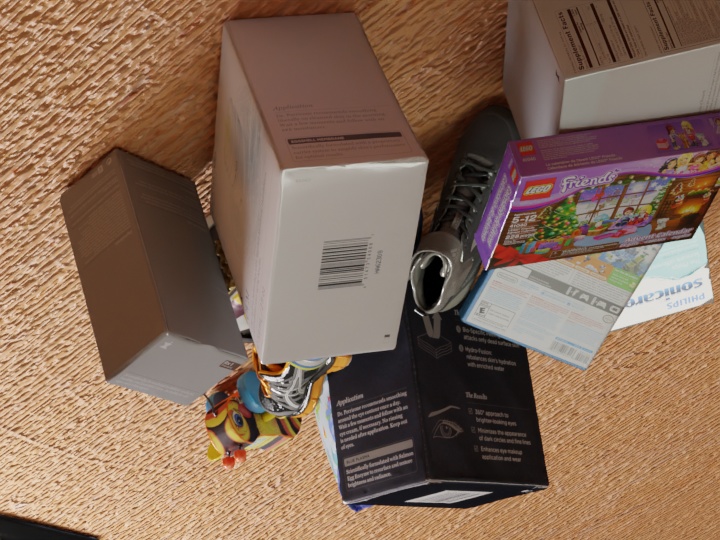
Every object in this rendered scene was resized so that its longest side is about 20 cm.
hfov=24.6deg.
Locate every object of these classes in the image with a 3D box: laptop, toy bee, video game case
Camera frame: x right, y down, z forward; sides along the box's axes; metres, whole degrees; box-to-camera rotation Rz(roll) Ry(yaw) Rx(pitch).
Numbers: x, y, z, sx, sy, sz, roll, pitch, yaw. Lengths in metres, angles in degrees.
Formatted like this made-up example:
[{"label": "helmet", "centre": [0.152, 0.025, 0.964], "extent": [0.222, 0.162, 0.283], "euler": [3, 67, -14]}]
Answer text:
[{"label": "laptop", "centre": [-0.466, 0.369, 2.052], "extent": [0.198, 0.117, 0.187], "euler": [-3, 161, 37]}, {"label": "toy bee", "centre": [-0.137, 0.172, 1.808], "extent": [0.198, 0.110, 0.131], "euler": [6, 144, -33]}, {"label": "video game case", "centre": [0.198, -0.013, 1.537], "extent": [0.142, 0.018, 0.201], "euler": [21, 113, -17]}]

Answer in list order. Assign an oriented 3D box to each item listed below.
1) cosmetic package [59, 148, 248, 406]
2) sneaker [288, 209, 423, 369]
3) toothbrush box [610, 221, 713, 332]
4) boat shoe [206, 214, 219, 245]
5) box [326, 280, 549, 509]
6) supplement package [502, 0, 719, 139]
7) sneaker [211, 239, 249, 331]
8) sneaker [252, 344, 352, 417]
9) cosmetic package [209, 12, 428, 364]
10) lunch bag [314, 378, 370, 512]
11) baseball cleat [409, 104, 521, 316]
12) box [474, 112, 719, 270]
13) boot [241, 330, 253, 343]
[{"label": "cosmetic package", "centre": [-0.180, 0.006, 1.429], "extent": [0.090, 0.202, 0.106], "euler": [-34, 144, 26]}, {"label": "sneaker", "centre": [0.000, 0.000, 1.488], "extent": [0.074, 0.201, 0.082], "euler": [34, 157, 0]}, {"label": "toothbrush box", "centre": [0.248, -0.051, 1.583], "extent": [0.145, 0.086, 0.202], "euler": [-17, 118, -1]}, {"label": "boat shoe", "centre": [-0.092, -0.048, 1.524], "extent": [0.071, 0.061, 0.201], "euler": [8, 141, -35]}, {"label": "box", "centre": [0.073, 0.126, 1.630], "extent": [0.117, 0.203, 0.195], "euler": [-20, 160, 38]}, {"label": "supplement package", "centre": [0.236, -0.180, 1.393], "extent": [0.197, 0.148, 0.192], "euler": [-13, 149, -6]}, {"label": "sneaker", "centre": [-0.125, 0.039, 1.518], "extent": [0.089, 0.076, 0.200], "euler": [13, 142, -36]}, {"label": "sneaker", "centre": [-0.071, 0.086, 1.591], "extent": [0.076, 0.079, 0.200], "euler": [-5, 155, -22]}, {"label": "cosmetic package", "centre": [-0.042, -0.069, 1.342], "extent": [0.121, 0.201, 0.201], "euler": [-5, 132, -16]}, {"label": "lunch bag", "centre": [0.004, 0.137, 1.757], "extent": [0.126, 0.172, 0.200], "euler": [-19, 150, 7]}, {"label": "baseball cleat", "centre": [0.097, -0.051, 1.510], "extent": [0.106, 0.069, 0.202], "euler": [-28, 135, -70]}, {"label": "box", "centre": [0.204, -0.065, 1.377], "extent": [0.197, 0.039, 0.137], "euler": [-9, 149, -15]}, {"label": "boot", "centre": [-0.052, -0.017, 1.601], "extent": [0.198, 0.070, 0.175], "euler": [-12, 146, -22]}]
